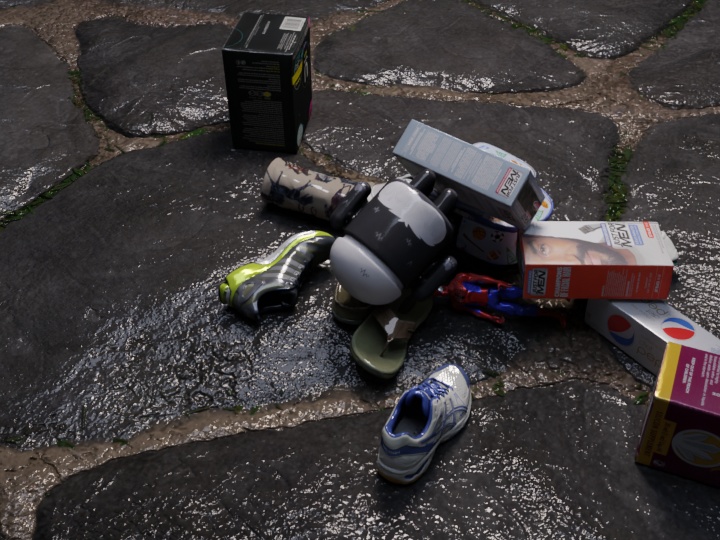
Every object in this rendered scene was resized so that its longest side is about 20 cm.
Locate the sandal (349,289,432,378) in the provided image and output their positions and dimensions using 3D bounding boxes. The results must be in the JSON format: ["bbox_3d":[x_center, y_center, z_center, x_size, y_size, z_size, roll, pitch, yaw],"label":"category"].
[{"bbox_3d":[0.046,0.071,1.306,0.080,0.057,0.201,28,44,5],"label":"sandal"}]

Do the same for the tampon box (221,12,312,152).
[{"bbox_3d":[-0.162,-0.340,1.689,0.126,0.201,0.150,6,42,7],"label":"tampon box"}]

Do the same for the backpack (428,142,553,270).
[{"bbox_3d":[0.202,-0.098,1.455,0.190,0.154,0.200,34,47,20],"label":"backpack"}]

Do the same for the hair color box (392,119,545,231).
[{"bbox_3d":[0.153,-0.135,1.321,0.200,0.099,0.061,29,85,28],"label":"hair color box"}]

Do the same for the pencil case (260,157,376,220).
[{"bbox_3d":[-0.068,-0.128,1.537,0.199,0.078,0.089,17,29,19],"label":"pencil case"}]

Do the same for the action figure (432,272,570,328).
[{"bbox_3d":[0.199,0.040,1.348,0.199,0.066,0.052,8,24,9],"label":"action figure"}]

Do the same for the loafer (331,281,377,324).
[{"bbox_3d":[0.000,0.000,1.391,0.075,0.070,0.200,5,41,6],"label":"loafer"}]

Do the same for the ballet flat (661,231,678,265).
[{"bbox_3d":[0.388,-0.014,1.403,0.199,0.070,0.069,-16,43,-22],"label":"ballet flat"}]

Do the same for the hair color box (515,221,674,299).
[{"bbox_3d":[0.324,-0.016,1.311,0.199,0.064,0.111,-1,36,3],"label":"hair color box"}]

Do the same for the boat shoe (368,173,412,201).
[{"bbox_3d":[0.065,-0.117,1.476,0.072,0.068,0.200,57,22,5],"label":"boat shoe"}]

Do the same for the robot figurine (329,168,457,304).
[{"bbox_3d":[0.048,-0.045,1.296,0.200,0.125,0.150,-48,45,-6],"label":"robot figurine"}]

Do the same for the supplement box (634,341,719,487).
[{"bbox_3d":[0.448,0.187,1.126,0.199,0.131,0.103,15,44,18],"label":"supplement box"}]

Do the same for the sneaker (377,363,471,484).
[{"bbox_3d":[0.088,0.175,1.174,0.075,0.088,0.200,17,42,21],"label":"sneaker"}]

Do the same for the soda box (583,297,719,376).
[{"bbox_3d":[0.404,0.088,1.288,0.063,0.068,0.200,-25,47,-27],"label":"soda box"}]

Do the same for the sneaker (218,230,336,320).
[{"bbox_3d":[-0.108,0.012,1.388,0.200,0.074,0.081,-33,56,-23],"label":"sneaker"}]
